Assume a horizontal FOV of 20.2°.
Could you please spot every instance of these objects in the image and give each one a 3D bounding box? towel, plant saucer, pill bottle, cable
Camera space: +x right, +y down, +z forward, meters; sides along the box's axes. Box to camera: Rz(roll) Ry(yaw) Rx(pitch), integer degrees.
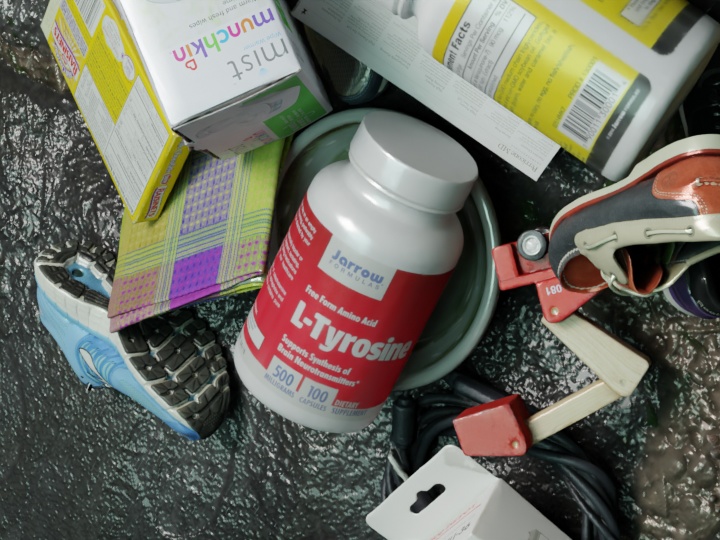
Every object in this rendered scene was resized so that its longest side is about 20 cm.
[{"bbox_3d":[-0.119,-0.036,1.484,0.199,0.023,0.145,-18,56,46],"label":"towel"},{"bbox_3d":[0.021,-0.018,1.438,0.199,0.050,0.202,8,105,31],"label":"plant saucer"},{"bbox_3d":[0.107,-0.154,1.220,0.199,0.114,0.115,36,117,8],"label":"pill bottle"},{"bbox_3d":[0.000,0.000,1.358,0.112,0.112,0.201,37,117,21],"label":"pill bottle"},{"bbox_3d":[0.096,0.168,1.429,0.199,0.051,0.164,27,113,25],"label":"cable"}]

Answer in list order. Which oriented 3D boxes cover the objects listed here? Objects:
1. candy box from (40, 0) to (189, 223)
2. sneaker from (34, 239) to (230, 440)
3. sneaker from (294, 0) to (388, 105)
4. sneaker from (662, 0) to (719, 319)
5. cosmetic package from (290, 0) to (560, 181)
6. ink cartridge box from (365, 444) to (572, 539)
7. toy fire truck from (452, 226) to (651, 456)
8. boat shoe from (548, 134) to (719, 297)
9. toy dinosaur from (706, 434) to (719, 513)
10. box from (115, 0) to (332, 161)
[{"bbox_3d":[-0.183,-0.145,1.511,0.201,0.026,0.102,62,145,26],"label":"candy box"},{"bbox_3d":[-0.179,0.064,1.585,0.200,0.078,0.090,42,138,22],"label":"sneaker"},{"bbox_3d":[-0.033,-0.212,1.411,0.077,0.086,0.202,-11,94,34],"label":"sneaker"},{"bbox_3d":[0.234,-0.069,1.244,0.075,0.088,0.202,5,90,-1],"label":"sneaker"},{"bbox_3d":[0.060,-0.153,1.347,0.199,0.051,0.083,34,116,-3],"label":"cosmetic package"},{"bbox_3d":[0.096,0.225,1.385,0.200,0.068,0.117,41,128,-4],"label":"ink cartridge box"},{"bbox_3d":[0.149,0.036,1.334,0.199,0.049,0.142,-15,91,15],"label":"toy fire truck"},{"bbox_3d":[0.169,-0.018,1.209,0.200,0.071,0.063,141,131,-61],"label":"boat shoe"},{"bbox_3d":[0.294,0.125,1.253,0.135,0.201,0.086,-28,123,30],"label":"toy dinosaur"},{"bbox_3d":[-0.102,-0.176,1.330,0.096,0.200,0.178,-24,85,3],"label":"box"}]
